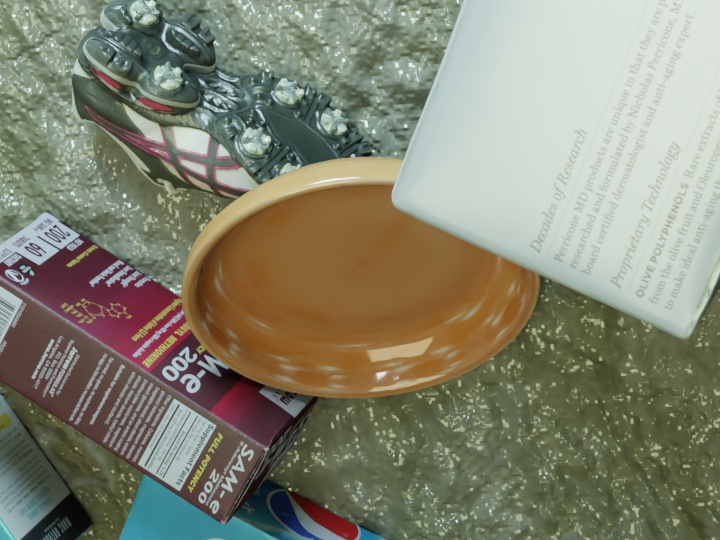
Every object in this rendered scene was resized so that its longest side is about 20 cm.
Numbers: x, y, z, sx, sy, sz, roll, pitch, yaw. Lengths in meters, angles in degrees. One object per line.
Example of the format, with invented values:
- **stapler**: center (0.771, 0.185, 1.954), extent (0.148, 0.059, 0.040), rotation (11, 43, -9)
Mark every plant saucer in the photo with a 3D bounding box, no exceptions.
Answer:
- **plant saucer**: center (0.000, 0.000, 1.625), extent (0.200, 0.038, 0.200), rotation (-3, 142, -2)

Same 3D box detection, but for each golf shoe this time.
- **golf shoe**: center (-0.075, -0.075, 1.667), extent (0.200, 0.077, 0.088), rotation (36, 141, 1)

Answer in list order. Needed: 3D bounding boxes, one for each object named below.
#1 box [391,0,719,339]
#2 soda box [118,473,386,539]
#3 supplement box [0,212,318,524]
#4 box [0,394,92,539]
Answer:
- **box**: center (0.145, -0.106, 1.505), extent (0.171, 0.199, 0.200), rotation (24, 111, 10)
- **soda box**: center (-0.040, 0.179, 1.730), extent (0.200, 0.064, 0.068), rotation (26, 113, 8)
- **supplement box**: center (-0.132, 0.054, 1.695), extent (0.200, 0.109, 0.061), rotation (32, 113, 5)
- **box**: center (-0.250, 0.099, 1.763), extent (0.049, 0.082, 0.200), rotation (-33, 95, 25)
